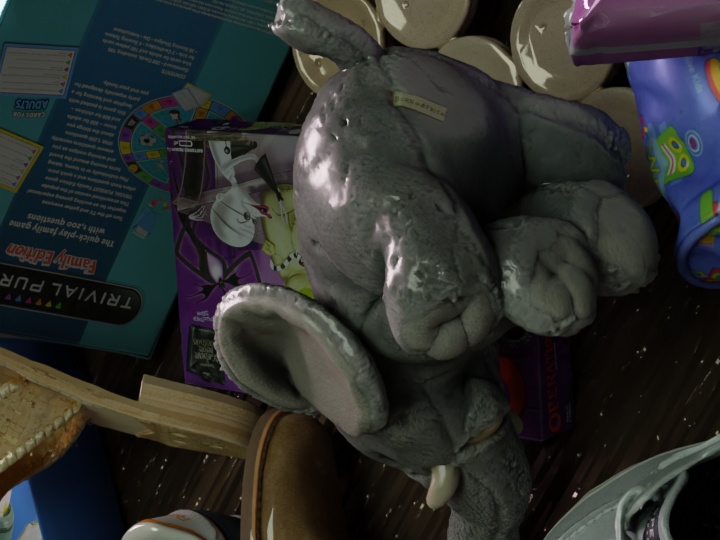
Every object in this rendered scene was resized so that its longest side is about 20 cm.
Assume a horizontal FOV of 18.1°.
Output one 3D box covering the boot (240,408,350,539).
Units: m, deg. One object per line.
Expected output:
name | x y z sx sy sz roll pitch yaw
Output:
boot | -0.003 0.150 0.947 0.075 0.074 0.201 -18 68 25

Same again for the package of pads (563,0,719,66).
package of pads | 0.164 -0.139 0.766 0.198 0.076 0.121 -4 81 7

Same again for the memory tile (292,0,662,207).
memory tile | 0.039 -0.096 0.941 0.153 0.017 0.201 -30 80 36

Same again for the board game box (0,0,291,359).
board game box | -0.125 -0.066 1.015 0.047 0.150 0.201 44 114 45

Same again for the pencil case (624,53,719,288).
pencil case | 0.127 -0.096 0.845 0.078 0.087 0.201 -17 72 1

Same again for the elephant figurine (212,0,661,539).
elephant figurine | 0.016 0.021 0.862 0.200 0.141 0.156 121 145 -50

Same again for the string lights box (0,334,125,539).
string lights box | -0.173 0.117 1.102 0.103 0.059 0.201 -32 66 34

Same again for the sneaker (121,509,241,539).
sneaker | -0.070 0.202 0.976 0.078 0.079 0.201 -25 63 35

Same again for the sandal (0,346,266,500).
sandal | -0.151 0.076 1.018 0.210 0.078 0.070 11 76 6

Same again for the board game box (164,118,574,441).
board game box | 0.000 0.000 0.960 0.199 0.032 0.121 6 109 39

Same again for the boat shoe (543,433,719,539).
boat shoe | 0.130 0.091 0.832 0.200 0.071 0.071 -28 68 36
